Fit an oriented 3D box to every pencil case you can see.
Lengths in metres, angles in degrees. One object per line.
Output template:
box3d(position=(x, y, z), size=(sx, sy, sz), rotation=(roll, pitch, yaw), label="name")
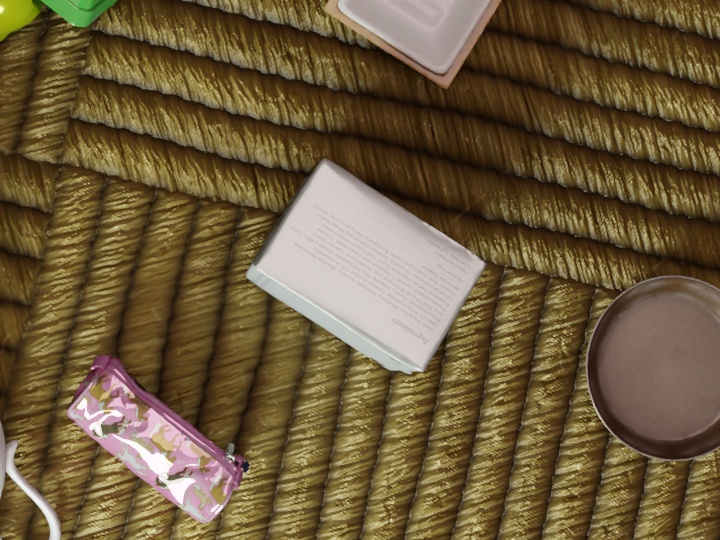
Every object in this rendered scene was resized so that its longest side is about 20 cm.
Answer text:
box3d(position=(-0.212, 0.174, 1.715), size=(0.199, 0.083, 0.087), rotation=(37, 85, -3), label="pencil case")

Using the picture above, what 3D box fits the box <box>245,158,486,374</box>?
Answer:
box3d(position=(0.000, 0.000, 1.689), size=(0.199, 0.199, 0.131), rotation=(32, 84, -4), label="box")

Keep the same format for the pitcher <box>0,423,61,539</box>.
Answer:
box3d(position=(-0.395, 0.217, 1.683), size=(0.170, 0.121, 0.202), rotation=(-9, 101, -27), label="pitcher")

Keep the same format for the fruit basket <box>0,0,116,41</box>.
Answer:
box3d(position=(-0.347, -0.325, 1.713), size=(0.214, 0.156, 0.217), rotation=(11, 124, 16), label="fruit basket")

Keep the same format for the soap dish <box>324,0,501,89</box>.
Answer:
box3d(position=(0.078, -0.320, 1.759), size=(0.157, 0.081, 0.201), rotation=(32, 93, -4), label="soap dish")

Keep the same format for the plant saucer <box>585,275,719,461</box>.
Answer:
box3d(position=(0.340, 0.106, 1.809), size=(0.198, 0.032, 0.202), rotation=(0, 88, -6), label="plant saucer")
